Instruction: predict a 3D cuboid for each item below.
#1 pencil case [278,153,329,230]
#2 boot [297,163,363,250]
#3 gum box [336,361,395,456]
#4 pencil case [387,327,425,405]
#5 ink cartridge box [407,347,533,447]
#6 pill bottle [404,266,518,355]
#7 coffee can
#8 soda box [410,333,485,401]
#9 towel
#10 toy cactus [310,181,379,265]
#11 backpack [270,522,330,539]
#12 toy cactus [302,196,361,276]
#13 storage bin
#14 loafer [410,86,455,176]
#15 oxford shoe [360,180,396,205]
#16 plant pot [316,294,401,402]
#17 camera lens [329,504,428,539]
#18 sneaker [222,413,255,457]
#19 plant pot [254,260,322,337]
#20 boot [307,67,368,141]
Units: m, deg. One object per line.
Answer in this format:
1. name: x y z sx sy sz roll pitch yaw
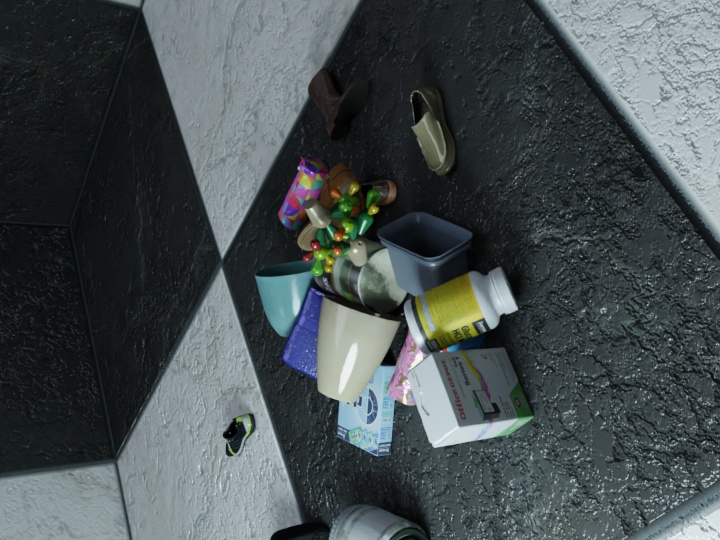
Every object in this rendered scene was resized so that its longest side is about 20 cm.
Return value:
1. pencil case: -0.153 -0.205 1.983 0.089 0.087 0.202 56 132 38
2. boot: -0.077 -0.149 1.741 0.199 0.074 0.156 -41 35 11
3. gum box: 0.013 0.309 1.764 0.168 0.044 0.206 9 96 54
4. pencil case: 0.115 0.185 1.596 0.082 0.086 0.204 26 110 30
5. ink cartridge box: 0.201 0.228 1.375 0.084 0.196 0.147 -46 54 42
6. pill bottle: 0.190 0.072 1.411 0.197 0.112 0.115 -25 65 14
7. coffee can: 0.000 0.000 1.708 0.198 0.144 0.150 21 106 52
8. soda box: 0.175 0.195 1.526 0.068 0.063 0.204 46 125 44
9. towel: -0.091 0.154 1.801 0.145 0.050 0.204 26 99 6
10. toy cactus: -0.027 -0.076 1.534 0.100 0.202 0.167 15 145 28
11. backpack: -0.166 0.756 1.921 0.153 0.160 0.206 5 100 62
12. toy cactus: -0.069 -0.095 1.601 0.101 0.166 0.201 25 72 44
13. storage bin: 0.144 -0.020 1.535 0.199 0.144 0.137 29 139 50
14. loafer: 0.144 -0.294 1.583 0.076 0.066 0.205 -35 61 48
15. oxford shoe: 0.000 -0.176 1.775 0.198 0.072 0.073 -19 73 52
16. plant pot: -0.026 0.180 1.671 0.186 0.185 0.205 21 94 52
17. camera lens: 0.043 0.602 1.616 0.198 0.157 0.165 1 89 54
18. sneaker: -0.388 0.497 2.283 0.202 0.081 0.072 -59 45 34
19. plant pot: -0.157 0.073 1.893 0.199 0.197 0.165 4 106 54
20. boot: -0.063 -0.459 1.891 0.187 0.063 0.203 -53 44 36
